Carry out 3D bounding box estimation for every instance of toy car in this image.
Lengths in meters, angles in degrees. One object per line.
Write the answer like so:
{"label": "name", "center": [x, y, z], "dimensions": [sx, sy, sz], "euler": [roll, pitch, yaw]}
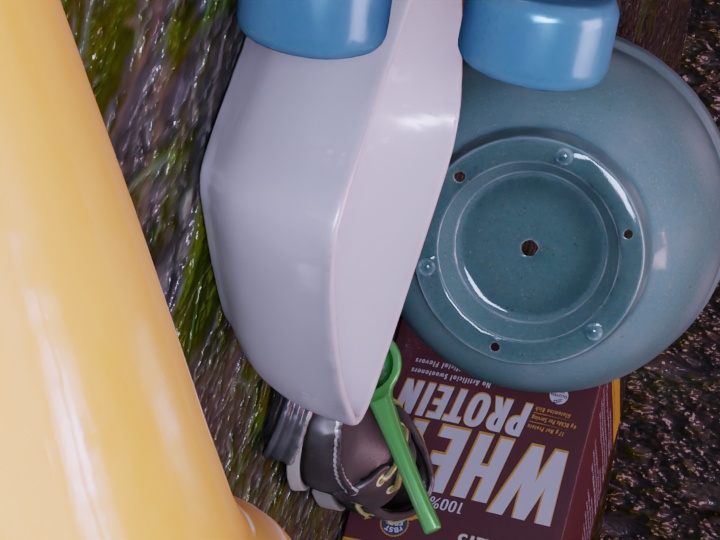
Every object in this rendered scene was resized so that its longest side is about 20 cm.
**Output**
{"label": "toy car", "center": [0.037, -0.195, 1.130], "dimensions": [0.200, 0.177, 0.185], "euler": [-90, -173, -69]}

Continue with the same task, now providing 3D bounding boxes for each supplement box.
{"label": "supplement box", "center": [0.079, 0.140, 1.771], "dimensions": [0.197, 0.133, 0.200], "euler": [77, 27, -67]}

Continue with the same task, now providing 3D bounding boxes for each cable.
{"label": "cable", "center": [0.000, 0.000, 1.383], "dimensions": [0.097, 0.050, 0.200], "euler": [148, -45, -72]}

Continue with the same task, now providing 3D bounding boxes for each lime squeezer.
{"label": "lime squeezer", "center": [0.003, 0.046, 1.443], "dimensions": [0.200, 0.038, 0.071], "euler": [-105, -177, -46]}

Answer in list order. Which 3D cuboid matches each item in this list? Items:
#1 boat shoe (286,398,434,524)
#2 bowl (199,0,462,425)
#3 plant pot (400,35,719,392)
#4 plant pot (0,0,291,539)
{"label": "boat shoe", "center": [0.002, 0.095, 1.508], "dimensions": [0.201, 0.061, 0.072], "euler": [57, 46, -75]}
{"label": "bowl", "center": [-0.014, -0.051, 1.226], "dimensions": [0.200, 0.075, 0.200], "euler": [83, 21, -60]}
{"label": "plant pot", "center": [0.095, -0.022, 1.458], "dimensions": [0.134, 0.200, 0.200], "euler": [-54, 154, -75]}
{"label": "plant pot", "center": [-0.113, 0.031, 0.536], "dimensions": [0.200, 0.200, 0.183], "euler": [-46, 132, -70]}
